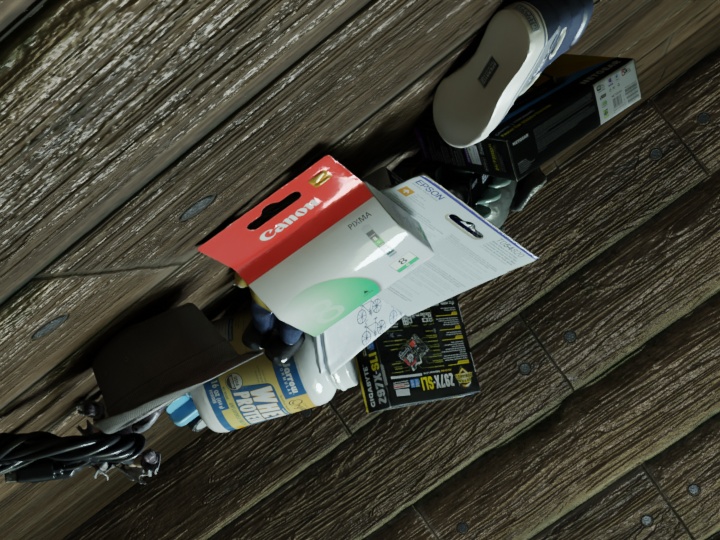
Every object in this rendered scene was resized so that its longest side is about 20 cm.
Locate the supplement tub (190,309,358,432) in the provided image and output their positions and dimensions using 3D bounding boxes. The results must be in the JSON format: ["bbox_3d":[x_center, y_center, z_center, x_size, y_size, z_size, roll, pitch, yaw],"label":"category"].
[{"bbox_3d":[-0.115,0.117,1.384,0.199,0.146,0.145,-17,177,7],"label":"supplement tub"}]

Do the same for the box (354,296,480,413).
[{"bbox_3d":[0.072,0.103,1.458,0.049,0.161,0.199,-20,168,41],"label":"box"}]

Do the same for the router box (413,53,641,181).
[{"bbox_3d":[0.179,-0.170,1.146,0.199,0.051,0.149,-33,-151,-26],"label":"router box"}]

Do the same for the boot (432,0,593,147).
[{"bbox_3d":[0.145,-0.189,1.015,0.090,0.073,0.200,-26,170,-28],"label":"boot"}]

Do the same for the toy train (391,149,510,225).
[{"bbox_3d":[0.107,-0.114,1.242,0.113,0.086,0.200,2,-155,20],"label":"toy train"}]

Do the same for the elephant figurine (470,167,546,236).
[{"bbox_3d":[0.223,-0.155,1.677,0.200,0.155,0.142,-45,133,-10],"label":"elephant figurine"}]

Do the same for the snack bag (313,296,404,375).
[{"bbox_3d":[0.000,0.000,1.299,0.021,0.201,0.188,13,-148,36],"label":"snack bag"}]

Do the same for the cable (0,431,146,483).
[{"bbox_3d":[-0.336,0.196,1.168,0.198,0.051,0.163,-7,162,5],"label":"cable"}]

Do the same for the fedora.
[{"bbox_3d":[-0.210,0.094,1.134,0.199,0.091,0.177,-30,177,37],"label":"fedora"}]

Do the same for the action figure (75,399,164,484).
[{"bbox_3d":[-0.284,0.184,1.319,0.201,0.130,0.069,-55,-178,19],"label":"action figure"}]

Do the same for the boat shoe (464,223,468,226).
[{"bbox_3d":[0.079,-0.085,1.559,0.199,0.066,0.074,-18,-149,19],"label":"boat shoe"}]

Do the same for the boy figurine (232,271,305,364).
[{"bbox_3d":[-0.089,0.028,1.193,0.065,0.124,0.200,-52,167,-30],"label":"boy figurine"}]

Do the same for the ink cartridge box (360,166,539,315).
[{"bbox_3d":[0.060,-0.036,1.169,0.199,0.199,0.041,-25,-134,38],"label":"ink cartridge box"}]

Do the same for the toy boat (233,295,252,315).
[{"bbox_3d":[-0.084,0.069,1.496,0.200,0.131,0.130,-38,174,21],"label":"toy boat"}]

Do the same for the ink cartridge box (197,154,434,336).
[{"bbox_3d":[-0.037,-0.017,1.039,0.160,0.050,0.200,-34,152,15],"label":"ink cartridge box"}]

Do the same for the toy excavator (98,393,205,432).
[{"bbox_3d":[-0.258,0.158,1.470,0.194,0.100,0.200,-37,162,-8],"label":"toy excavator"}]
